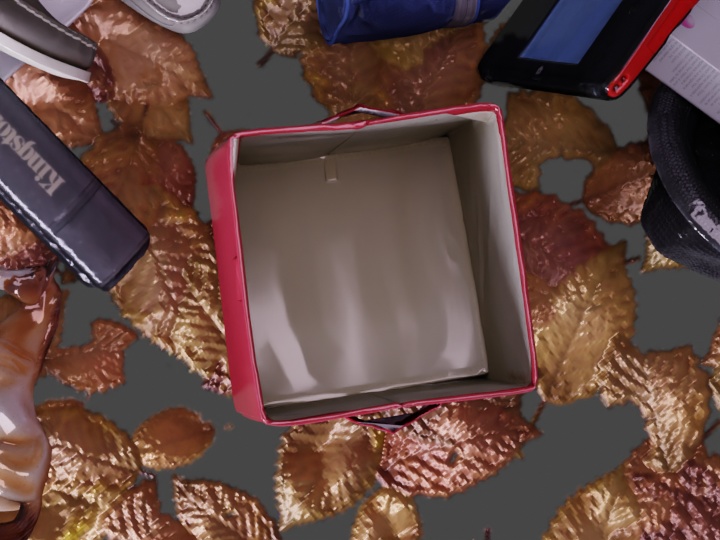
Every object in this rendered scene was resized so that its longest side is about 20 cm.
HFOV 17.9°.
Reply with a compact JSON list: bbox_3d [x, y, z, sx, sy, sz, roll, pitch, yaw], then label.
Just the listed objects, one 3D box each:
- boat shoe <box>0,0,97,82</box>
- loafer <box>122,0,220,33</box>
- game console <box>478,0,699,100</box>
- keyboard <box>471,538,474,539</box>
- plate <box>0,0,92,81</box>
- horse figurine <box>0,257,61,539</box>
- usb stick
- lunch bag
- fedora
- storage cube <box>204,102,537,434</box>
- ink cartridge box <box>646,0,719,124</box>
[{"bbox_3d":[-0.247,-0.185,1.427,0.202,0.072,0.060,30,89,-3],"label":"boat shoe"},{"bbox_3d":[-0.163,-0.238,1.473,0.070,0.070,0.200,-41,94,-8],"label":"loafer"},{"bbox_3d":[0.164,-0.186,1.458,0.031,0.200,0.177,42,82,-20],"label":"game console"},{"bbox_3d":[0.036,0.252,1.511,0.200,0.021,0.127,-12,90,-9],"label":"keyboard"},{"bbox_3d":[-0.308,-0.180,1.469,0.200,0.032,0.200,-45,96,-8],"label":"plate"},{"bbox_3d":[-0.244,0.099,1.454,0.133,0.050,0.200,-7,81,-26],"label":"horse figurine"},{"bbox_3d":[-0.215,-0.070,1.458,0.055,0.033,0.200,-45,108,-7],"label":"usb stick"},{"bbox_3d":[0.033,-0.251,1.470,0.132,0.136,0.200,-8,88,-9],"label":"lunch bag"},{"bbox_3d":[0.253,-0.047,1.498,0.201,0.092,0.201,17,51,-22],"label":"fedora"},{"bbox_3d":[0.000,0.000,1.435,0.171,0.180,0.200,-7,90,-9],"label":"storage cube"},{"bbox_3d":[0.287,-0.149,1.499,0.200,0.043,0.196,35,47,-5],"label":"ink cartridge box"}]
